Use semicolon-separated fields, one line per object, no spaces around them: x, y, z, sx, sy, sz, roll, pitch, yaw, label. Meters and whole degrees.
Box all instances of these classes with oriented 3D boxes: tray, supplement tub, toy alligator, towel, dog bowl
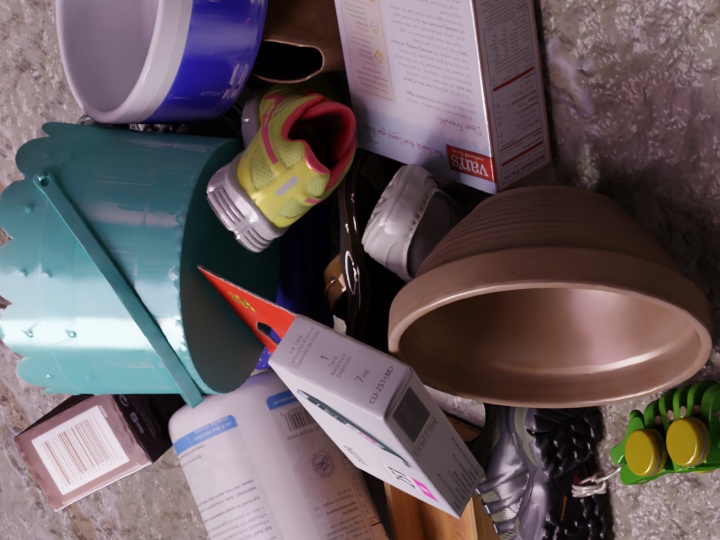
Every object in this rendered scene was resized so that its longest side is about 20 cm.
0.068;0.200;1.592;0.099;0.037;0.201;23;132;42;tray
-0.058;0.184;1.627;0.132;0.132;0.201;-32;78;56;supplement tub
0.196;0.106;1.335;0.200;0.059;0.054;-24;69;56;toy alligator
-0.079;0.004;1.584;0.200;0.049;0.148;-20;76;58;towel
-0.140;-0.201;1.432;0.200;0.079;0.201;-1;89;61;dog bowl

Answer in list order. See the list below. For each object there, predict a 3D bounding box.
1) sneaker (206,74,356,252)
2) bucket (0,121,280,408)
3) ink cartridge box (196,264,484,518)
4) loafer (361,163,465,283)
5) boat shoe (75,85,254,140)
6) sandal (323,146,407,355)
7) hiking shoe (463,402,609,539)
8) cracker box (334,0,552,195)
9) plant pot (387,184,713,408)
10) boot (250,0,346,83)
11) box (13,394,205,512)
-0.033;-0.087;1.392;0.090;0.200;0.078;-36;109;26;sneaker
-0.149;-0.004;1.439;0.134;0.207;0.208;3;122;20;bucket
-0.019;0.083;1.389;0.173;0.044;0.200;24;165;26;ink cartridge box
0.046;-0.022;1.362;0.070;0.070;0.200;29;179;10;loafer
-0.144;-0.106;1.569;0.199;0.068;0.074;16;128;44;boat shoe
0.000;0.000;1.478;0.054;0.082;0.201;18;128;36;sandal
0.118;0.153;1.471;0.101;0.076;0.201;31;130;48;hiking shoe
0.047;-0.160;1.316;0.134;0.058;0.201;23;132;44;cracker box
0.118;0.009;1.290;0.201;0.200;0.093;-38;43;56;plant pot
-0.071;-0.172;1.443;0.200;0.075;0.074;17;130;46;boot
-0.194;0.120;1.704;0.100;0.200;0.075;-28;96;19;box
